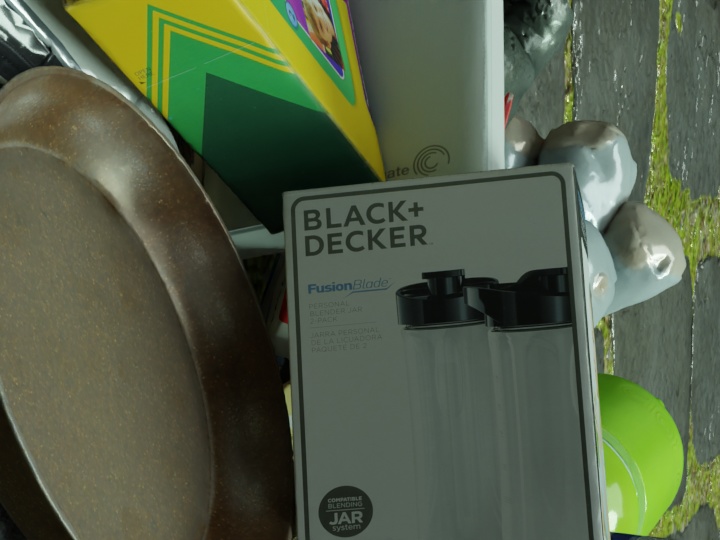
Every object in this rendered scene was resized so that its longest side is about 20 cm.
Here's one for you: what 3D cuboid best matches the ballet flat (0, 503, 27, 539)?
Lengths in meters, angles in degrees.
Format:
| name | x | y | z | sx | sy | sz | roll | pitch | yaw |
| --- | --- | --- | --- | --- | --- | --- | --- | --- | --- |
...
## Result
| name | x | y | z | sx | sy | sz | roll | pitch | yaw |
| --- | --- | --- | --- | --- | --- | --- | --- | --- | --- |
| ballet flat | -0.135 | 0.074 | 0.727 | 0.200 | 0.072 | 0.072 | -32 | 122 | -63 |

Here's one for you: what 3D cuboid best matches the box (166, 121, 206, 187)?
| name | x | y | z | sx | sy | sz | roll | pitch | yaw |
| --- | --- | --- | --- | --- | --- | --- | --- | --- | --- |
| box | -0.093 | -0.033 | 0.857 | 0.164 | 0.021 | 0.200 | 61 | 38 | -52 |

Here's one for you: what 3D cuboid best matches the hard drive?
| name | x | y | z | sx | sy | sz | roll | pitch | yaw |
| --- | --- | --- | --- | --- | --- | --- | --- | --- | --- |
| hard drive | -0.002 | -0.108 | 0.852 | 0.027 | 0.132 | 0.200 | 43 | 42 | -53 |

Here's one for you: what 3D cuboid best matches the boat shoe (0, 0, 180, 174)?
| name | x | y | z | sx | sy | sz | roll | pitch | yaw |
| --- | --- | --- | --- | --- | --- | --- | --- | --- | --- |
| boat shoe | -0.132 | -0.080 | 0.709 | 0.068 | 0.072 | 0.200 | -41 | 143 | -5 |

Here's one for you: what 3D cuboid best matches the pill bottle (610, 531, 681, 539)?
| name | x | y | z | sx | sy | sz | roll | pitch | yaw |
| --- | --- | --- | --- | --- | --- | --- | --- | --- | --- |
| pill bottle | 0.110 | 0.202 | 1.127 | 0.111 | 0.200 | 0.111 | 3 | 90 | -66 |

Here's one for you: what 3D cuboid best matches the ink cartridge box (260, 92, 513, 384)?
| name | x | y | z | sx | sy | sz | roll | pitch | yaw |
| --- | --- | --- | --- | --- | --- | --- | --- | --- | --- |
| ink cartridge box | 0.000 | 0.000 | 0.897 | 0.200 | 0.067 | 0.116 | 120 | -12 | -61 |

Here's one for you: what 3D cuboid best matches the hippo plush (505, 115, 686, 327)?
| name | x | y | z | sx | sy | sz | roll | pitch | yaw |
| --- | --- | --- | --- | --- | --- | --- | --- | --- | --- |
| hippo plush | 0.066 | 0.006 | 1.064 | 0.200 | 0.159 | 0.161 | -51 | 172 | 19 |

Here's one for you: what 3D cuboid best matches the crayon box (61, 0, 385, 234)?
| name | x | y | z | sx | sy | sz | roll | pitch | yaw |
| --- | --- | --- | --- | --- | --- | --- | --- | --- | --- |
| crayon box | -0.063 | -0.142 | 0.775 | 0.173 | 0.058 | 0.200 | 48 | 25 | -55 |

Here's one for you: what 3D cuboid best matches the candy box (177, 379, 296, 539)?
| name | x | y | z | sx | sy | sz | roll | pitch | yaw |
| --- | --- | --- | --- | --- | --- | --- | --- | --- | --- |
| candy box | -0.077 | 0.114 | 0.787 | 0.055 | 0.115 | 0.200 | 51 | 30 | 4 |

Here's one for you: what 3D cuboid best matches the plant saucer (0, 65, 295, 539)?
| name | x | y | z | sx | sy | sz | roll | pitch | yaw |
| --- | --- | --- | --- | --- | --- | --- | --- | --- | --- |
| plant saucer | -0.084 | 0.030 | 0.670 | 0.200 | 0.034 | 0.201 | 50 | 29 | -42 |

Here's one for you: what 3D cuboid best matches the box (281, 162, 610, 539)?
| name | x | y | z | sx | sy | sz | roll | pitch | yaw |
| --- | --- | --- | --- | --- | --- | --- | --- | --- | --- |
| box | 0.033 | 0.066 | 0.743 | 0.060 | 0.116 | 0.200 | 54 | 33 | -72 |

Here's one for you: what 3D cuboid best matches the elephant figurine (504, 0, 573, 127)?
| name | x | y | z | sx | sy | sz | roll | pitch | yaw |
| --- | --- | --- | --- | --- | --- | --- | --- | --- | --- |
| elephant figurine | 0.003 | -0.145 | 0.966 | 0.141 | 0.155 | 0.200 | -42 | 138 | 5 |

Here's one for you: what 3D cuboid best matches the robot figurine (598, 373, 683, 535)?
| name | x | y | z | sx | sy | sz | roll | pitch | yaw |
| --- | --- | --- | --- | --- | --- | --- | --- | --- | --- |
| robot figurine | 0.143 | 0.138 | 1.300 | 0.200 | 0.115 | 0.176 | -31 | 120 | -62 |
